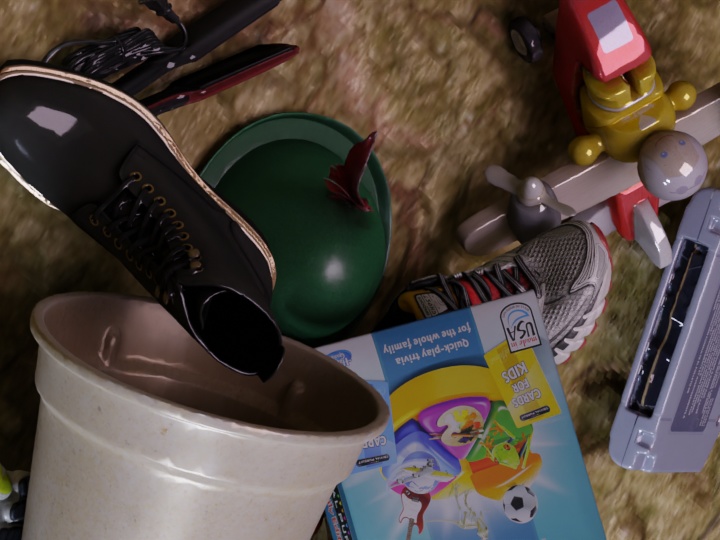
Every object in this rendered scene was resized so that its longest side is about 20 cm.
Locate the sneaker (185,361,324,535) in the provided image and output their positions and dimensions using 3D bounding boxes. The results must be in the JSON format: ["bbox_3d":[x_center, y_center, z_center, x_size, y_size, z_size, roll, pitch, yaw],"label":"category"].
[{"bbox_3d":[-0.067,0.113,1.680,0.077,0.085,0.200,-53,139,-17],"label":"sneaker"}]

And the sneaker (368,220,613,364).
[{"bbox_3d":[0.069,0.035,1.744,0.200,0.078,0.082,-36,141,3],"label":"sneaker"}]

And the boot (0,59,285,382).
[{"bbox_3d":[-0.117,-0.029,1.507,0.200,0.138,0.078,34,102,-19],"label":"boot"}]

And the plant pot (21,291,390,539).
[{"bbox_3d":[-0.104,0.133,1.521,0.200,0.200,0.184,5,108,-43],"label":"plant pot"}]

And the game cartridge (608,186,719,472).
[{"bbox_3d":[0.238,0.043,1.954,0.133,0.041,0.201,9,101,-58],"label":"game cartridge"}]

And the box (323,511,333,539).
[{"bbox_3d":[0.003,0.179,1.773,0.039,0.041,0.201,-81,167,-56],"label":"box"}]

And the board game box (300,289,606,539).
[{"bbox_3d":[0.056,0.127,1.631,0.150,0.047,0.201,-15,85,-21],"label":"board game box"}]

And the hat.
[{"bbox_3d":[0.000,0.000,1.648,0.200,0.176,0.166,11,95,-44],"label":"hat"}]

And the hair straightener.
[{"bbox_3d":[-0.125,-0.124,1.601,0.200,0.041,0.077,-26,114,-30],"label":"hair straightener"}]

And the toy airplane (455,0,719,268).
[{"bbox_3d":[0.177,-0.077,1.815,0.199,0.141,0.201,16,108,-34],"label":"toy airplane"}]

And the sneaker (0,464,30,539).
[{"bbox_3d":[-0.226,0.133,1.552,0.200,0.079,0.078,56,48,-58],"label":"sneaker"}]
